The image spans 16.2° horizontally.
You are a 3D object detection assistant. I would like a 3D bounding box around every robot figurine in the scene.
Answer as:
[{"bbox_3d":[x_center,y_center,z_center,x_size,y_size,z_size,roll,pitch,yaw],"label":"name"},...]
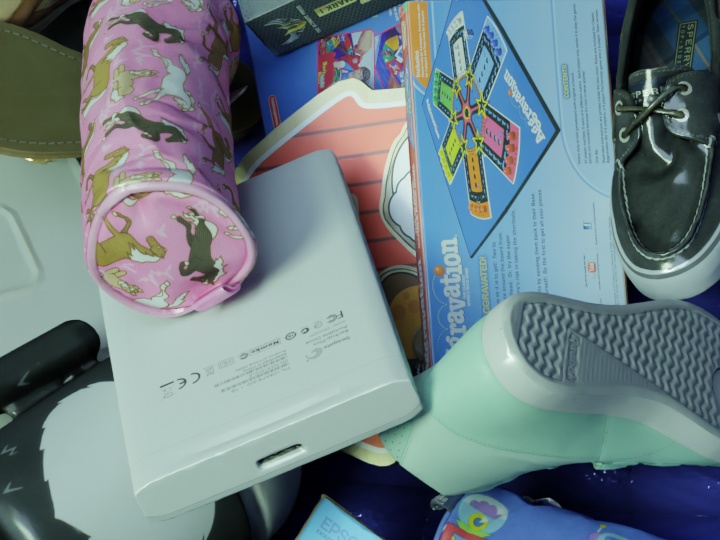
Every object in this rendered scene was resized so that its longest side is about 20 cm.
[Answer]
[{"bbox_3d":[-0.122,0.113,1.233,0.200,0.150,0.125,-33,27,-23],"label":"robot figurine"}]

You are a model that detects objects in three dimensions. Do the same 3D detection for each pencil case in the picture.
[{"bbox_3d":[-0.094,-0.064,1.226,0.086,0.083,0.200,8,37,-10],"label":"pencil case"},{"bbox_3d":[0.126,0.156,1.173,0.200,0.078,0.087,13,59,25],"label":"pencil case"}]

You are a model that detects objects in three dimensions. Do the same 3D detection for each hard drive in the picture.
[{"bbox_3d":[-0.053,0.026,1.187,0.132,0.027,0.200,-23,35,3],"label":"hard drive"}]

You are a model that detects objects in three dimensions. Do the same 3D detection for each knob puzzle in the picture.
[{"bbox_3d":[0.000,0.000,1.276,0.219,0.030,0.220,-1,86,17],"label":"knob puzzle"}]

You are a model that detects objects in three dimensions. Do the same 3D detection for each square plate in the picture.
[{"bbox_3d":[-0.201,0.001,1.321,0.198,0.028,0.200,-15,59,-25],"label":"square plate"}]

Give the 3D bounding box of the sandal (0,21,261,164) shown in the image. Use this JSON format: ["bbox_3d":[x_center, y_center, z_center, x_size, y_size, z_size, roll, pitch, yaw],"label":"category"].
[{"bbox_3d":[-0.158,-0.079,1.335,0.070,0.211,0.078,-45,51,52],"label":"sandal"}]

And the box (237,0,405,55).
[{"bbox_3d":[-0.010,-0.233,1.329,0.157,0.051,0.200,-23,65,11],"label":"box"}]

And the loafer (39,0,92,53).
[{"bbox_3d":[-0.204,-0.172,1.421,0.073,0.072,0.200,-44,63,0],"label":"loafer"}]

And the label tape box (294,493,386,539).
[{"bbox_3d":[-0.007,0.230,1.193,0.144,0.063,0.200,34,93,27],"label":"label tape box"}]

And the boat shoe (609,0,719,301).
[{"bbox_3d":[0.150,-0.079,1.221,0.070,0.066,0.200,-8,49,29],"label":"boat shoe"}]

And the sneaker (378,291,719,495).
[{"bbox_3d":[0.100,0.066,1.180,0.118,0.200,0.074,-34,54,39],"label":"sneaker"}]

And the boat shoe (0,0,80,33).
[{"bbox_3d":[-0.152,-0.190,1.367,0.076,0.072,0.200,38,52,0],"label":"boat shoe"}]

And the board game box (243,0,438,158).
[{"bbox_3d":[0.003,-0.162,1.353,0.134,0.045,0.200,-18,66,15],"label":"board game box"}]

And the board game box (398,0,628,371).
[{"bbox_3d":[0.076,-0.033,1.242,0.103,0.019,0.201,-2,83,-12],"label":"board game box"}]
